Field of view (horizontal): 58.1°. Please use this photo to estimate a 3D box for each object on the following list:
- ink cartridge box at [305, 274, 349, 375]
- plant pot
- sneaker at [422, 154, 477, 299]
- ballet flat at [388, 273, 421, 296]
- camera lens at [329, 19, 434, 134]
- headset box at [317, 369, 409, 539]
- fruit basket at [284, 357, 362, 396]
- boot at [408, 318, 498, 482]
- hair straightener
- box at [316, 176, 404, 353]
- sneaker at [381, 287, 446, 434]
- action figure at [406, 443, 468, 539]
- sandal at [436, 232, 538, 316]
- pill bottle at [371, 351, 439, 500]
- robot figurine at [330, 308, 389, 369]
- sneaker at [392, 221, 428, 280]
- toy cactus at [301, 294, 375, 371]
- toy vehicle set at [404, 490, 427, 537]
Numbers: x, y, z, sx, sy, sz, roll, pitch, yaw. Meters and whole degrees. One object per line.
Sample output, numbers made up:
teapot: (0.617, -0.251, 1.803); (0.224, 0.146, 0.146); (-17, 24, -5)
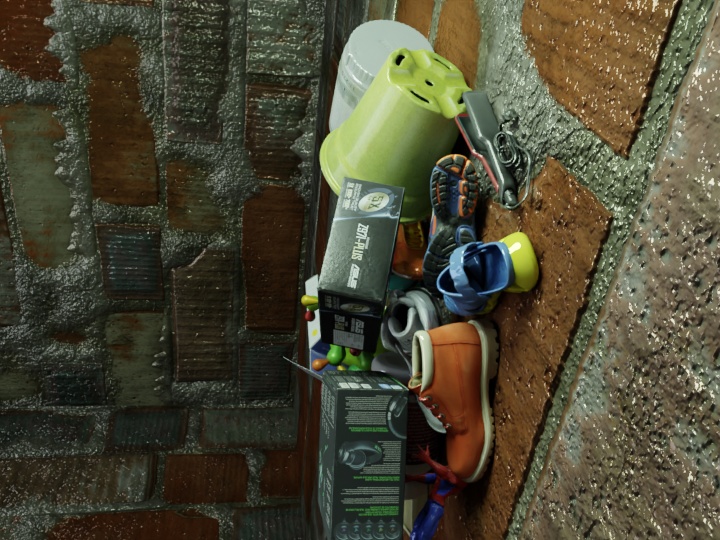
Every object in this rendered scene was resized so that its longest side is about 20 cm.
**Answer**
ink cartridge box: (-0.023, 0.131, 1.306); (0.047, 0.196, 0.202); (-33, 47, 30)
plant pot: (0.062, -0.202, 0.924); (0.185, 0.197, 0.203); (121, 151, -48)
sneaker: (0.125, -0.056, 0.858); (0.079, 0.074, 0.203); (-61, -23, -67)
ballet flat: (0.072, 0.027, 1.150); (0.200, 0.067, 0.071); (-119, 8, -70)
camera lens: (0.034, -0.295, 1.105); (0.201, 0.157, 0.162); (109, 160, -57)
headset box: (-0.002, 0.240, 0.832); (0.174, 0.091, 0.204); (166, 106, -81)
fruit basket: (-0.019, 0.210, 1.138); (0.199, 0.185, 0.094); (23, 77, 48)
boot: (0.106, 0.162, 0.790); (0.075, 0.106, 0.203); (-164, 72, -70)
hair straightener: (0.154, -0.148, 0.748); (0.078, 0.040, 0.202); (103, 165, -47)
box: (0.000, 0.000, 0.892); (0.201, 0.085, 0.166); (94, -173, -64)
sneaker: (0.079, 0.117, 0.850); (0.115, 0.074, 0.203); (17, -123, -66)
action figure: (0.070, 0.300, 0.834); (0.201, 0.098, 0.065); (-58, 7, -12)
sandal: (0.126, 0.008, 0.749); (0.200, 0.086, 0.081); (117, 142, -71)
pill bottle: (0.066, 0.233, 0.981); (0.113, 0.111, 0.203); (-136, 48, -76)
robot figurine: (0.020, 0.123, 1.158); (0.199, 0.115, 0.178); (7, 123, 58)
sneaker: (0.077, -0.049, 1.070); (0.201, 0.072, 0.078); (-105, 16, -58)
toy cactus: (-0.037, 0.074, 1.046); (0.200, 0.101, 0.167); (-128, 43, -51)
toy vehicle set: (0.077, 0.370, 1.132); (0.200, 0.026, 0.126); (169, 102, -79)
